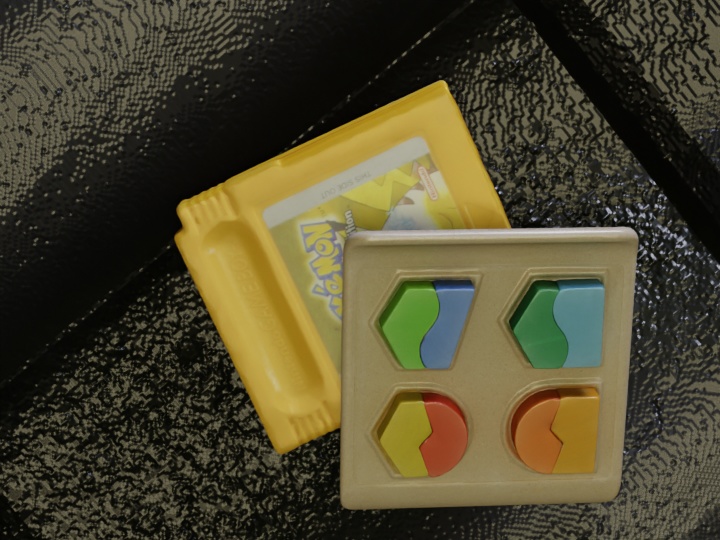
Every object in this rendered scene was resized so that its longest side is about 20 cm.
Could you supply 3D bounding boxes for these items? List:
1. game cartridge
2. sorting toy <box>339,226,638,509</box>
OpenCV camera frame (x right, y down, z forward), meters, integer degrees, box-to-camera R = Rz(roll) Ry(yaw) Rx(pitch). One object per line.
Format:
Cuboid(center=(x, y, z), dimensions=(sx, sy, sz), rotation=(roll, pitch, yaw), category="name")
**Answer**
Cuboid(center=(0.000, 0.000, 1.197), dimensions=(0.199, 0.032, 0.177), rotation=(-25, 100, 4), category="game cartridge")
Cuboid(center=(0.080, 0.067, 1.180), dimensions=(0.183, 0.037, 0.201), rotation=(-1, 115, -5), category="sorting toy")
